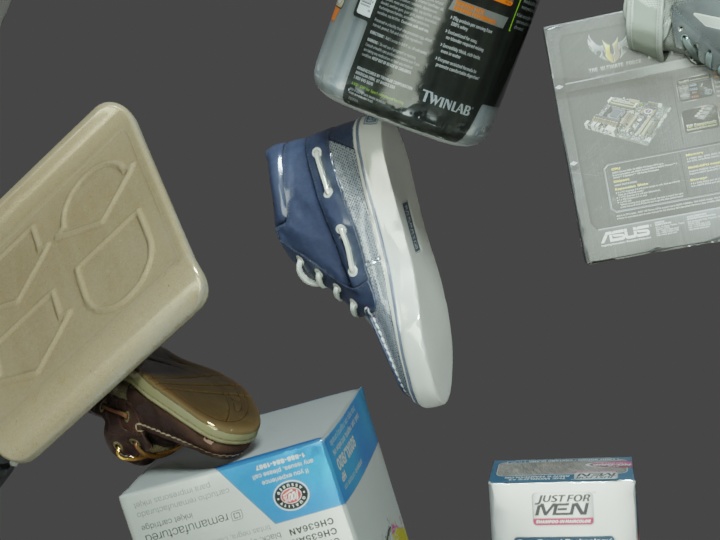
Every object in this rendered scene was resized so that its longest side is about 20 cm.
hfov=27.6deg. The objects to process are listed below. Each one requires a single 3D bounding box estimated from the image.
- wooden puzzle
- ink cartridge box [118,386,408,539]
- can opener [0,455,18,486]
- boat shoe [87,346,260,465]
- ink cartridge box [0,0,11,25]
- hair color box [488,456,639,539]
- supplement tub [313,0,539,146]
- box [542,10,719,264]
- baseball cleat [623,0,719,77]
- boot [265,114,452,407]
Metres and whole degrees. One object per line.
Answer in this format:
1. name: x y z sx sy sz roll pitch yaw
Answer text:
1. wooden puzzle: -0.192 0.008 1.000 0.185 0.046 0.200 -42 49 13
2. ink cartridge box: -0.047 0.206 0.990 0.147 0.145 0.201 -17 96 11
3. can opener: -0.285 0.143 1.061 0.053 0.067 0.200 38 102 3
4. boat shoe: -0.137 0.097 0.984 0.200 0.072 0.072 20 101 47
5. ink cartridge box: -0.304 -0.237 0.998 0.144 0.084 0.201 29 102 4
6. hair color box: 0.144 0.232 1.004 0.100 0.061 0.201 -3 99 10
7. supplement tub: 0.056 -0.190 0.924 0.122 0.123 0.201 22 101 6
8. box: 0.228 -0.099 0.946 0.199 0.048 0.159 -11 95 11
9. baseball cleat: 0.225 -0.133 0.890 0.106 0.070 0.201 -26 82 19
10. boot: 0.000 0.000 0.996 0.090 0.073 0.201 -13 89 20
